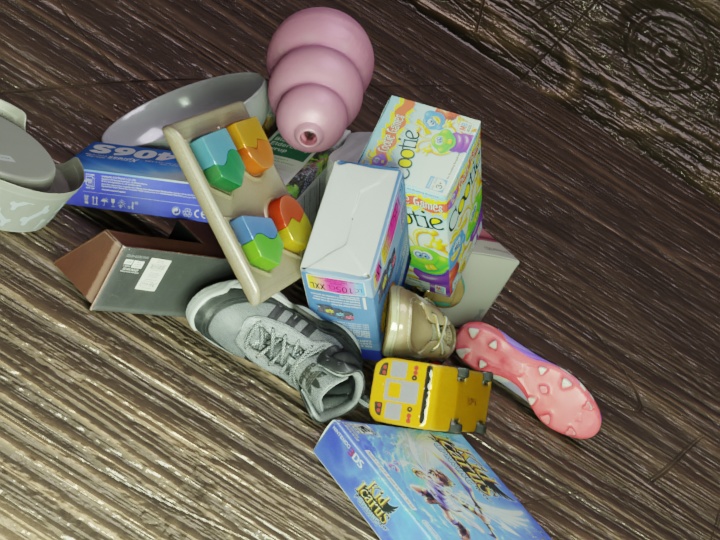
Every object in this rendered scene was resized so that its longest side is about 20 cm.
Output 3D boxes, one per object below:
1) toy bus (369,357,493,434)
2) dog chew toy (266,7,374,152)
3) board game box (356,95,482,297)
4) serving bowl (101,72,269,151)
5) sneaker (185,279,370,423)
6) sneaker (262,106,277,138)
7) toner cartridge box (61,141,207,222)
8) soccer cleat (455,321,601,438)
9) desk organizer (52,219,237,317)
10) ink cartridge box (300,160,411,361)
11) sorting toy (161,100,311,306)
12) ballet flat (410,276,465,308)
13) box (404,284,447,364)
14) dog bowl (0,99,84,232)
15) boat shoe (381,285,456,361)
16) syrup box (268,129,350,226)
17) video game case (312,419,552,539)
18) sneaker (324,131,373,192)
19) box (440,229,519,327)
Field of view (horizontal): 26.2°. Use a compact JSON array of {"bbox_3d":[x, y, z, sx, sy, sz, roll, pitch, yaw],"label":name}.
[{"bbox_3d":[0.076,0.126,1.539,0.078,0.065,0.200,7,-4,18],"label":"toy bus"},{"bbox_3d":[-0.049,-0.207,1.732,0.124,0.125,0.200,26,38,-17],"label":"dog chew toy"},{"bbox_3d":[0.067,-0.076,1.660,0.103,0.105,0.200,18,-28,16],"label":"board game box"},{"bbox_3d":[-0.191,-0.157,1.766,0.200,0.200,0.066,-96,167,-67],"label":"serving bowl"},{"bbox_3d":[-0.067,0.079,1.473,0.200,0.076,0.114,23,18,-32],"label":"sneaker"},{"bbox_3d":[-0.140,-0.188,1.923,0.087,0.076,0.200,11,0,-34],"label":"sneaker"},{"bbox_3d":[-0.200,-0.091,1.604,0.199,0.043,0.095,8,23,9],"label":"toner cartridge box"},{"bbox_3d":[0.199,0.124,1.812,0.200,0.067,0.076,33,14,10],"label":"soccer cleat"},{"bbox_3d":[-0.192,-0.005,1.501,0.077,0.072,0.200,42,21,33],"label":"desk organizer"},{"bbox_3d":[0.000,0.000,1.583,0.076,0.200,0.137,11,61,10],"label":"ink cartridge box"},{"bbox_3d":[-0.104,-0.072,1.491,0.185,0.036,0.200,63,20,-4],"label":"sorting toy"},{"bbox_3d":[0.053,-0.039,1.783,0.063,0.069,0.200,-5,49,-35],"label":"ballet flat"},{"bbox_3d":[0.018,0.017,1.766,0.137,0.040,0.200,20,34,-32],"label":"box"},{"bbox_3d":[-0.369,-0.110,1.499,0.200,0.059,0.200,28,20,-11],"label":"dog bowl"},{"bbox_3d":[0.062,0.059,1.572,0.065,0.072,0.200,7,-8,10],"label":"boat shoe"},{"bbox_3d":[-0.086,-0.090,1.730,0.079,0.082,0.200,16,38,19],"label":"syrup box"},{"bbox_3d":[0.079,0.219,1.406,0.181,0.046,0.200,14,26,-45],"label":"video game case"},{"bbox_3d":[-0.001,-0.086,1.745,0.074,0.116,0.200,19,21,16],"label":"sneaker"},{"bbox_3d":[0.076,-0.032,1.931,0.128,0.109,0.200,8,30,-52],"label":"box"}]
